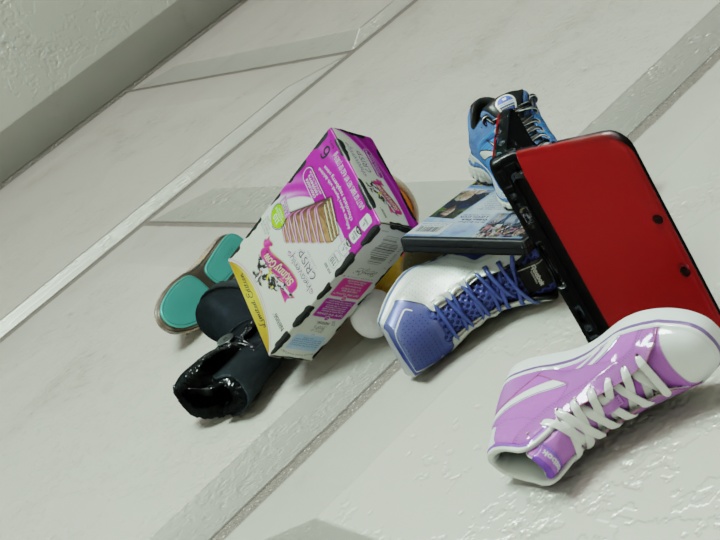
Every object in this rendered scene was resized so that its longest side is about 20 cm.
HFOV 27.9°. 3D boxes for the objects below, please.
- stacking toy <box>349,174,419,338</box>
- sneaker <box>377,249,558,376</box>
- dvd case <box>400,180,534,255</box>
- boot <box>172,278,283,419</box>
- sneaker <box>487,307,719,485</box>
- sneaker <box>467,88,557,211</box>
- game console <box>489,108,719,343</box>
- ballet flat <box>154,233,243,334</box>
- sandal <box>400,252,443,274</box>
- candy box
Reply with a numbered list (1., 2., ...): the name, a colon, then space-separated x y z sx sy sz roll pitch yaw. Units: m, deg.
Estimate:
1. stacking toy: 0.000 0.000 1.521 0.146 0.146 0.200 -27 39 15
2. sneaker: 0.115 0.012 1.344 0.199 0.081 0.115 -41 20 -25
3. dvd case: 0.150 -0.065 1.376 0.142 0.018 0.200 3 28 41
4. boot: -0.150 0.085 1.567 0.200 0.077 0.168 -2 33 44
5. sneaker: 0.178 0.105 1.072 0.200 0.073 0.114 -29 22 40
6. sneaker: 0.145 -0.117 1.358 0.078 0.089 0.200 -22 24 -13
7. game console: 0.200 -0.040 1.167 0.118 0.200 0.173 -24 22 20
8. ballet flat: -0.204 0.029 1.814 0.067 0.068 0.200 -40 5 43
9. sandal: 0.121 -0.039 1.467 0.211 0.078 0.070 -30 18 -17
10. candy box: -0.041 -0.024 1.455 0.200 0.061 0.137 -51 49 30
